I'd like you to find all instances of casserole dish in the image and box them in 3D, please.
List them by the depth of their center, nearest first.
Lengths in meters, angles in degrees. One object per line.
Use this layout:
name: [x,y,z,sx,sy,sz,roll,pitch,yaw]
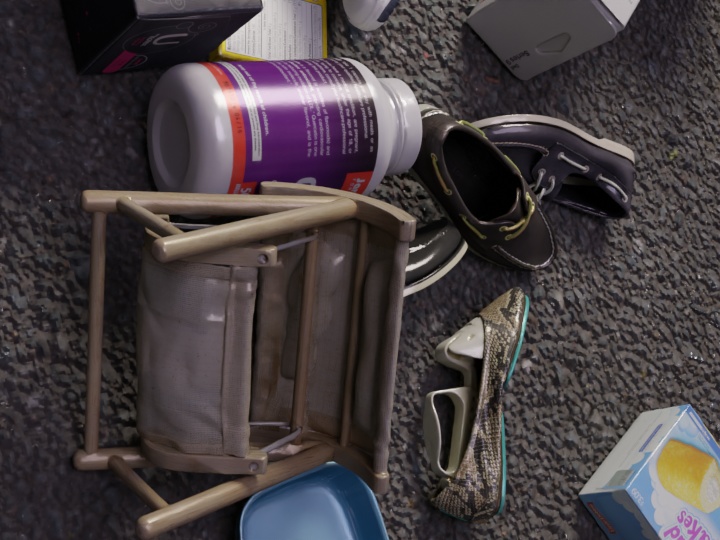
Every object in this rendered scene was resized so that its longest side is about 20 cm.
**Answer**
casserole dish: [-0.029,0.238,0.951,0.120,0.039,0.202,-17,88,-34]

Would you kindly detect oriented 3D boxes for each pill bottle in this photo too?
pill bottle: [-0.054,-0.103,0.972,0.198,0.112,0.114,-8,83,-32]

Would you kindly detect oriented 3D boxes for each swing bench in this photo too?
swing bench: [-0.079,0.051,0.869,0.198,0.129,0.201,-5,110,-34]

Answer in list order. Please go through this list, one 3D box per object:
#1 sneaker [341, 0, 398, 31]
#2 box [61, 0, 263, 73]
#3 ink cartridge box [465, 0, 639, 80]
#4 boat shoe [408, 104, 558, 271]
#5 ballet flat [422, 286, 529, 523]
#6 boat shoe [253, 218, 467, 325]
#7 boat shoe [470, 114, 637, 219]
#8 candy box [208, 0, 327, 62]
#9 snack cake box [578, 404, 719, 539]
sneaker: [-0.034,-0.293,1.020,0.129,0.079,0.202,8,74,-34]
box: [-0.163,-0.261,0.935,0.105,0.122,0.202,-12,85,-33]
ink cartridge box: [0.203,-0.285,1.155,0.084,0.146,0.201,42,60,-17]
boat shoe: [0.107,-0.058,1.066,0.201,0.060,0.072,41,84,-34]
ballet flat: [0.091,0.102,1.047,0.074,0.068,0.202,14,73,-12]
boat shoe: [0.002,0.000,1.005,0.200,0.073,0.064,-26,100,-29]
boat shoe: [0.170,-0.089,1.133,0.198,0.072,0.063,10,70,-35]
candy box: [-0.075,-0.257,1.046,0.101,0.026,0.202,7,75,-31]
snack cake box: [0.296,0.235,1.137,0.115,0.067,0.201,-43,102,-32]
